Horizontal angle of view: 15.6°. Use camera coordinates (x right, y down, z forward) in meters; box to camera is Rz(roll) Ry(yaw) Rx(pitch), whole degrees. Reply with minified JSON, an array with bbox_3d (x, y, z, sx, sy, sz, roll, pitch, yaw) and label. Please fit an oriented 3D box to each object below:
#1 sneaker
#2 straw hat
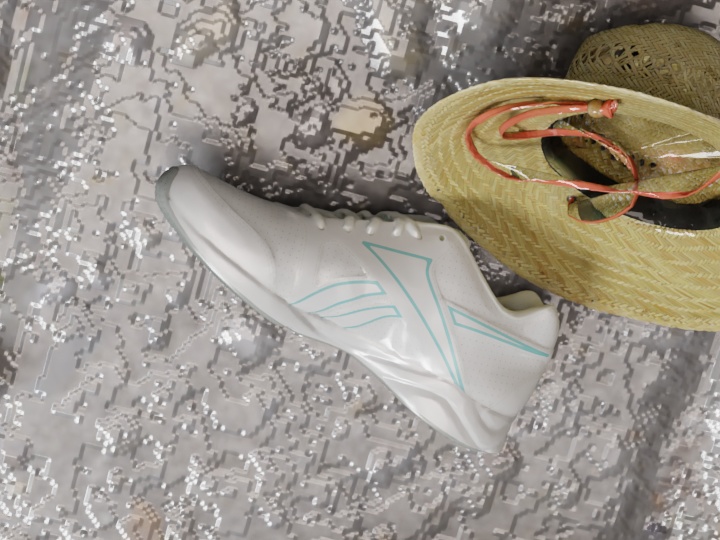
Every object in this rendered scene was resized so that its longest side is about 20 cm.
[{"bbox_3d":[0.000,0.000,1.166,0.200,0.070,0.080,32,98,-18],"label":"sneaker"},{"bbox_3d":[0.127,-0.060,1.131,0.201,0.201,0.085,21,63,-7],"label":"straw hat"}]
